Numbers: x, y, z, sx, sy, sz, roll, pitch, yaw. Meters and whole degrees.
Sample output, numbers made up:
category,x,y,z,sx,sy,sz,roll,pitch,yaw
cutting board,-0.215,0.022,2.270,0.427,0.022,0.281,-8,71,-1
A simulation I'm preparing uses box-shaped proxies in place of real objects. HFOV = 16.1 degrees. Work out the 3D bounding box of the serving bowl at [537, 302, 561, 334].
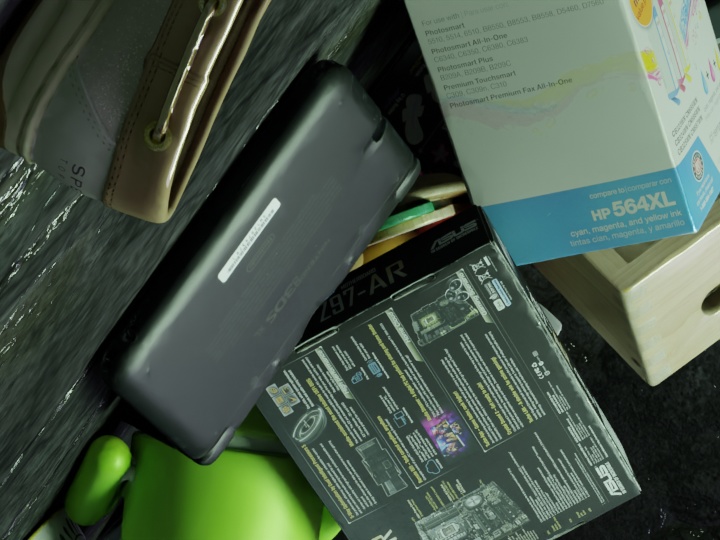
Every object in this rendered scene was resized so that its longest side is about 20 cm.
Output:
category,x,y,z,sx,sy,sz,roll,pitch,yaw
serving bowl,0.031,0.074,1.605,0.200,0.066,0.200,-41,-178,2

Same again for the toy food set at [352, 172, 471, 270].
category,x,y,z,sx,sy,sz,roll,pitch,yaw
toy food set,0.000,0.000,1.568,0.197,0.049,0.200,-25,166,-6

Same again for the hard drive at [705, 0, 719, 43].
category,x,y,z,sx,sy,sz,roll,pitch,yaw
hard drive,0.201,-0.172,1.535,0.199,0.033,0.140,-20,-156,29

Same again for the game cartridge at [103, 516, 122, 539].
category,x,y,z,sx,sy,sz,roll,pitch,yaw
game cartridge,-0.116,0.154,1.928,0.133,0.041,0.200,-42,-179,28

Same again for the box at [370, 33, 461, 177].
category,x,y,z,sx,sy,sz,roll,pitch,yaw
box,0.077,-0.105,1.709,0.132,0.114,0.200,-55,176,-5

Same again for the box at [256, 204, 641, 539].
category,x,y,z,sx,sy,sz,roll,pitch,yaw
box,0.045,0.082,1.423,0.160,0.200,0.044,-29,-149,8

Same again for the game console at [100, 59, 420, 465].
category,x,y,z,sx,sy,sz,roll,pitch,yaw
game console,-0.073,-0.012,1.346,0.201,0.116,0.176,-55,147,-9

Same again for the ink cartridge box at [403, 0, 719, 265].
category,x,y,z,sx,sy,sz,roll,pitch,yaw
ink cartridge box,0.116,-0.125,1.406,0.125,0.201,0.129,-9,-158,26

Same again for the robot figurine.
category,x,y,z,sx,sy,sz,roll,pitch,yaw
robot figurine,-0.080,0.137,1.483,0.116,0.174,0.202,-174,-89,-71

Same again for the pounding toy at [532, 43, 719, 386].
category,x,y,z,sx,sy,sz,roll,pitch,yaw
pounding toy,0.214,-0.039,1.564,0.199,0.184,0.142,-35,141,-9

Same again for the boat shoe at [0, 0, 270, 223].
category,x,y,z,sx,sy,sz,roll,pitch,yaw
boat shoe,-0.024,-0.103,0.705,0.201,0.066,0.074,-55,177,4

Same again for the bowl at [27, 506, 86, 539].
category,x,y,z,sx,sy,sz,roll,pitch,yaw
bowl,-0.197,0.248,1.513,0.201,0.094,0.201,-55,177,-5
